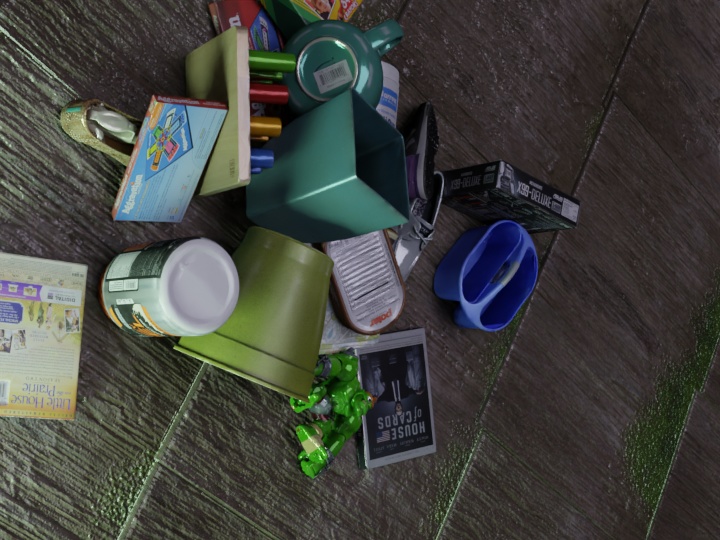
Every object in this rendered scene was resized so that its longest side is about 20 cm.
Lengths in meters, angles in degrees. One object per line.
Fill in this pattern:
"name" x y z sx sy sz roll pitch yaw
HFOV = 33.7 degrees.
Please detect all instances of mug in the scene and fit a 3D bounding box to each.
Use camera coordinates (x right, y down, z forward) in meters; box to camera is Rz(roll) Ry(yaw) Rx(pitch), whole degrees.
"mug" -0.037 -0.287 1.669 0.150 0.114 0.188 21 91 3

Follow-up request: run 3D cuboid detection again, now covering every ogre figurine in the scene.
"ogre figurine" -0.045 0.195 1.755 0.119 0.097 0.203 -31 110 -41

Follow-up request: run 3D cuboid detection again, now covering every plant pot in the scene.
"plant pot" -0.054 -0.123 1.630 0.141 0.198 0.144 35 43 -49
"plant pot" -0.127 0.052 1.616 0.199 0.199 0.196 26 82 -34

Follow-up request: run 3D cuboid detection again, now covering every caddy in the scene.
"caddy" 0.216 0.009 1.972 0.201 0.104 0.142 -50 115 -29

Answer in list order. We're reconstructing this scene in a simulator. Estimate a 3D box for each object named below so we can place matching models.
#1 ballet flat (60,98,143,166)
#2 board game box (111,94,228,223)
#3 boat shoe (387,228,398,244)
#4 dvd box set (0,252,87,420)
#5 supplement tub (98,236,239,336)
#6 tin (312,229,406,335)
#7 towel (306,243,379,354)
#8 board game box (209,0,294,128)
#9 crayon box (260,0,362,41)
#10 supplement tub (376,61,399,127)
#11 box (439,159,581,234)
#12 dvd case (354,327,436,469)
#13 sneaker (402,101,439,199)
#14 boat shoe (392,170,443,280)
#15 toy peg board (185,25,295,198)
"ballet flat" -0.305 -0.175 1.594 0.198 0.065 0.072 18 74 -37
"board game box" -0.253 -0.143 1.567 0.102 0.201 0.020 0 45 -34
"boat shoe" -0.034 -0.062 1.808 0.197 0.073 0.066 16 99 -29
"dvd box set" -0.422 0.084 1.504 0.145 0.029 0.204 8 81 -39
"supplement tub" -0.254 0.023 1.536 0.121 0.199 0.125 2 86 -37
"tin" 0.000 0.000 1.730 0.111 0.042 0.203 -25 112 -14
"towel" -0.053 0.028 1.757 0.168 0.048 0.204 -8 106 -25
"board game box" -0.151 -0.300 1.747 0.102 0.019 0.204 -21 100 -37
"crayon box" -0.074 -0.447 1.779 0.173 0.058 0.201 53 48 -28
"supplement tub" -0.011 -0.206 1.791 0.130 0.131 0.204 11 81 -37
"box" 0.242 -0.116 1.971 0.198 0.157 0.051 22 74 -34
"dvd case" 0.050 0.200 1.880 0.148 0.025 0.204 -7 91 -38
"sneaker" 0.074 -0.196 1.895 0.076 0.086 0.202 71 21 -43
"boat shoe" 0.084 -0.072 1.894 0.070 0.071 0.204 29 70 -33
"toy peg board" -0.160 -0.208 1.616 0.096 0.199 0.203 -1 88 -27
